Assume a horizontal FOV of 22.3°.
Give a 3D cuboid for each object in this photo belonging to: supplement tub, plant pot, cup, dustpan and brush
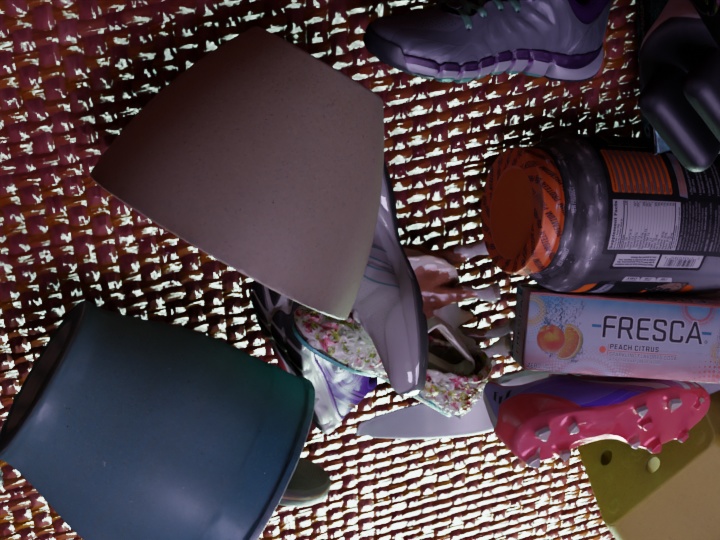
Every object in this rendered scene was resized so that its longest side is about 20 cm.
[{"bbox_3d":[0.202,-0.043,1.425,0.198,0.123,0.123,2,135,-26],"label":"supplement tub"},{"bbox_3d":[0.311,0.178,1.684,0.176,0.201,0.200,31,118,-33],"label":"plant pot"},{"bbox_3d":[-0.061,-0.077,1.234,0.200,0.200,0.144,27,94,-43],"label":"cup"},{"bbox_3d":[0.106,0.104,1.529,0.199,0.058,0.139,0,-171,42],"label":"dustpan and brush"},{"bbox_3d":[-0.165,0.125,1.383,0.187,0.201,0.200,31,121,-13],"label":"plant pot"}]

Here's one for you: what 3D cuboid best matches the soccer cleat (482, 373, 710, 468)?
[{"bbox_3d":[0.190,0.105,1.445,0.198,0.077,0.067,-8,133,-30],"label":"soccer cleat"}]

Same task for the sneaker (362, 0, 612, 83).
[{"bbox_3d":[0.092,-0.183,1.272,0.199,0.074,0.088,-5,125,-34],"label":"sneaker"}]

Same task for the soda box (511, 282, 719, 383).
[{"bbox_3d":[0.222,0.050,1.448,0.198,0.068,0.064,5,96,-5],"label":"soda box"}]

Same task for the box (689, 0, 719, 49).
[{"bbox_3d":[0.251,-0.255,1.148,0.123,0.201,0.149,-17,140,-5],"label":"box"}]

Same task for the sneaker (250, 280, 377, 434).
[{"bbox_3d":[-0.031,0.050,1.477,0.083,0.081,0.201,-35,149,-11],"label":"sneaker"}]

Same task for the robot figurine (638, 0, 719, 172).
[{"bbox_3d":[0.268,-0.157,1.245,0.200,0.149,0.125,-54,151,-32],"label":"robot figurine"}]

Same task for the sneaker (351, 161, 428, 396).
[{"bbox_3d":[0.000,0.000,1.339,0.080,0.202,0.070,-16,166,3],"label":"sneaker"}]

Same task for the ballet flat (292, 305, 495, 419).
[{"bbox_3d":[0.030,0.054,1.407,0.064,0.076,0.199,-46,137,17],"label":"ballet flat"}]

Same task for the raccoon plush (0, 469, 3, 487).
[{"bbox_3d":[-0.367,0.127,1.410,0.199,0.097,0.134,29,139,-10],"label":"raccoon plush"}]

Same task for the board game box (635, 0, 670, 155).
[{"bbox_3d":[0.304,-0.174,1.372,0.198,0.028,0.136,-14,121,-10],"label":"board game box"}]

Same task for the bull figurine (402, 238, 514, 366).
[{"bbox_3d":[0.056,0.024,1.470,0.120,0.066,0.201,-6,146,10],"label":"bull figurine"}]

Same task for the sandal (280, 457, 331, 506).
[{"bbox_3d":[-0.098,0.150,1.555,0.199,0.082,0.055,25,100,-34],"label":"sandal"}]

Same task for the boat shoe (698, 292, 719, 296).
[{"bbox_3d":[0.249,0.021,1.569,0.198,0.061,0.074,-23,166,2],"label":"boat shoe"}]

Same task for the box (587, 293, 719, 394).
[{"bbox_3d":[0.265,0.078,1.550,0.198,0.061,0.117,-22,164,-1],"label":"box"}]
